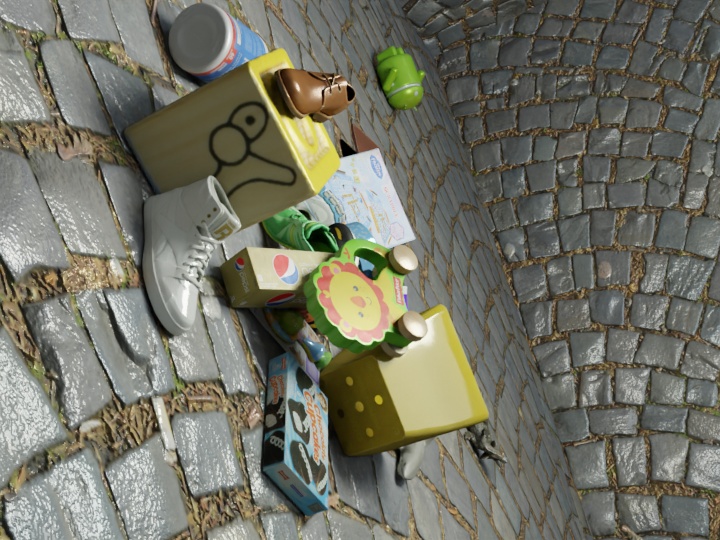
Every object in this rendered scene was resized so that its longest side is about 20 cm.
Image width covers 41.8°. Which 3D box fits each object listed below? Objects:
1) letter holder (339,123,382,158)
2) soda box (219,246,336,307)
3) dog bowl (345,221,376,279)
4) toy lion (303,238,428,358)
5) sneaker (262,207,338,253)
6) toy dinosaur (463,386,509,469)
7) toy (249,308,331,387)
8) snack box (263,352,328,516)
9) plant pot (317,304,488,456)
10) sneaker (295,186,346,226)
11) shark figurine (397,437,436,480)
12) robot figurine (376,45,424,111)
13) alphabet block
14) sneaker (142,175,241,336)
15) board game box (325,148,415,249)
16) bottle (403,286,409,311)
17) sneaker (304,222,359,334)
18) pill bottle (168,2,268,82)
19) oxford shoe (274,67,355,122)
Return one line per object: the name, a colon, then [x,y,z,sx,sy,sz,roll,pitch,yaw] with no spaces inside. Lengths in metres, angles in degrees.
letter holder: [-0.008,-0.189,2.001,0.142,0.100,0.201,36,35,-57]
soda box: [-0.105,0.013,1.379,0.199,0.064,0.068,3,61,-50]
dog bowl: [0.000,0.000,1.709,0.111,0.049,0.201,34,-36,49]
toy lion: [0.001,0.035,1.391,0.191,0.069,0.201,20,46,-30]
sneaker: [-0.085,-0.058,1.520,0.074,0.084,0.200,-27,63,-38]
toy dinosaur: [0.280,0.371,2.232,0.102,0.077,0.201,63,7,-58]
toy: [-0.102,0.073,1.446,0.200,0.047,0.115,57,17,-32]
snack box: [-0.087,0.224,1.309,0.116,0.037,0.201,55,20,-36]
plant pot: [0.051,0.193,1.508,0.176,0.200,0.201,-17,83,-51]
sneaker: [-0.117,-0.142,1.650,0.200,0.087,0.075,49,-15,12]
shark figurine: [0.098,0.281,1.731,0.128,0.089,0.215,41,33,-59]
robot figurine: [0.121,-0.582,2.888,0.175,0.115,0.201,-9,77,-56]
alphabet block: [-0.168,-0.168,1.295,0.196,0.199,0.197,63,17,-15]
sneaker: [-0.201,-0.027,1.154,0.074,0.115,0.201,43,30,-57]
board game box: [-0.008,-0.122,1.834,0.199,0.041,0.201,-19,86,-40]
bottle: [0.052,0.126,1.672,0.065,0.083,0.201,-178,-86,-87]
sneaker: [-0.058,0.001,1.571,0.090,0.070,0.201,36,56,-50]
pill bottle: [-0.216,-0.351,1.539,0.200,0.112,0.113,12,56,-69]
oxford shoe: [-0.059,-0.246,1.268,0.072,0.071,0.200,68,18,1]
